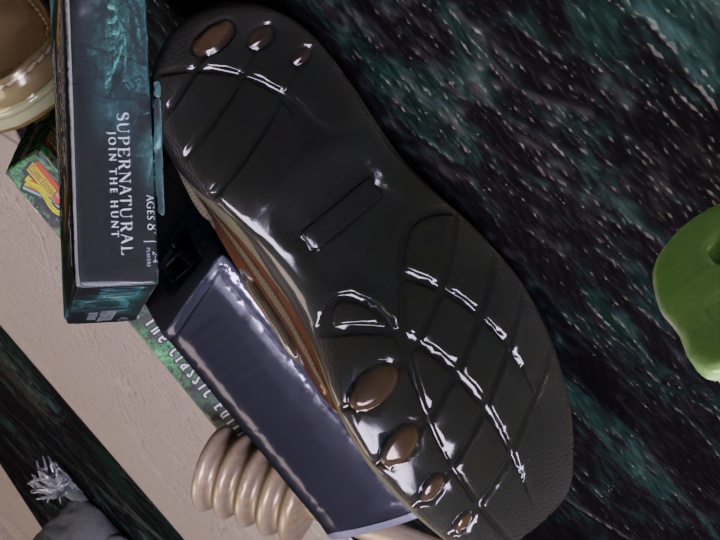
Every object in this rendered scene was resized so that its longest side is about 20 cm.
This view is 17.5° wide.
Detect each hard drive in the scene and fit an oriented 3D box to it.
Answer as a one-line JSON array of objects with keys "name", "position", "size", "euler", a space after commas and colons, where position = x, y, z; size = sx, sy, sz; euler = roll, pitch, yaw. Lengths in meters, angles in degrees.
[{"name": "hard drive", "position": [-0.038, 0.027, 0.898], "size": [0.135, 0.042, 0.200], "euler": [52, -178, -16]}]

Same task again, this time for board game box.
[{"name": "board game box", "position": [-0.084, -0.056, 0.750], "size": [0.200, 0.028, 0.137], "euler": [155, 113, -81]}, {"name": "board game box", "position": [-0.075, 0.011, 1.010], "size": [0.200, 0.023, 0.105], "euler": [52, -167, -18]}]

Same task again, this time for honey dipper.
[{"name": "honey dipper", "position": [0.027, 0.112, 0.936], "size": [0.199, 0.038, 0.038], "euler": [19, 157, 16]}]

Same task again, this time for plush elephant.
[{"name": "plush elephant", "position": [-0.287, 0.299, 2.206], "size": [0.200, 0.155, 0.165], "euler": [51, 165, -15]}]

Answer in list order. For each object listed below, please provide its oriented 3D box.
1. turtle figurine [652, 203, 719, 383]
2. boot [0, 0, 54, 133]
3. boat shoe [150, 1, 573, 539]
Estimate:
[{"name": "turtle figurine", "position": [0.137, 0.073, 0.414], "size": [0.143, 0.201, 0.195], "euler": [-9, 125, 31]}, {"name": "boot", "position": [-0.200, -0.149, 0.955], "size": [0.200, 0.072, 0.155], "euler": [35, 159, 42]}, {"name": "boat shoe", "position": [0.000, 0.000, 0.772], "size": [0.201, 0.075, 0.074], "euler": [58, 169, -8]}]
